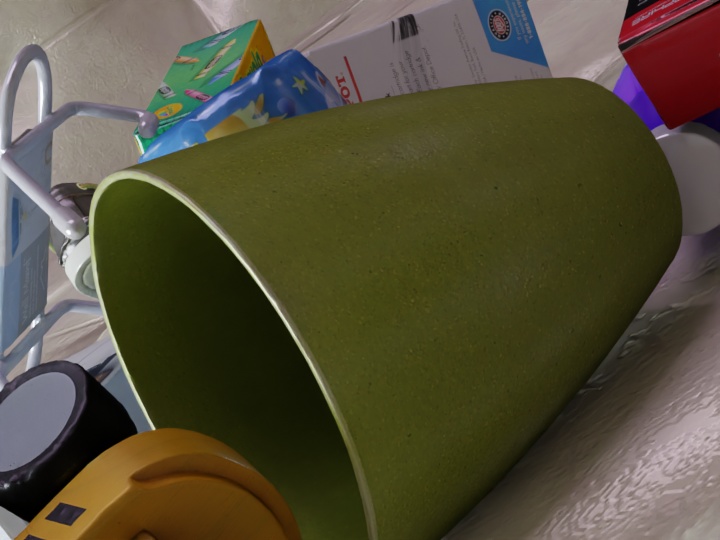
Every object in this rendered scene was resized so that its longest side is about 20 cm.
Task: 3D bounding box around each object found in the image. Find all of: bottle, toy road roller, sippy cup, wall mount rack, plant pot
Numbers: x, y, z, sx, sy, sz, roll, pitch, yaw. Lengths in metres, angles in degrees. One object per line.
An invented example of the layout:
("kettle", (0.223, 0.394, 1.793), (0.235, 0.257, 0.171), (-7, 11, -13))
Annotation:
("bottle", (0.158, -0.075, 0.803), (0.065, 0.083, 0.200), (-66, -5, 28))
("toy road roller", (-0.105, 0.142, 0.592), (0.200, 0.123, 0.146), (-46, 36, -9))
("sippy cup", (-0.034, -0.030, 0.842), (0.139, 0.131, 0.178), (-37, 7, -16))
("wall mount rack", (-0.147, -0.001, 0.840), (0.074, 0.201, 0.174), (9, 23, 6))
("plant pot", (0.025, 0.005, 0.688), (0.200, 0.188, 0.187), (-29, 8, -26))

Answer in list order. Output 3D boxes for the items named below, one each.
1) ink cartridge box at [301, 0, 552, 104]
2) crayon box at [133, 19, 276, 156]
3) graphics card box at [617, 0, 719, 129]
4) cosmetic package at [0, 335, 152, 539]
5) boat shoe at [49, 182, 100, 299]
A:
("ink cartridge box", (0.021, -0.092, 1.058), (0.199, 0.117, 0.068), (-23, 6, -26))
("crayon box", (-0.075, -0.067, 1.043), (0.058, 0.119, 0.200), (-18, 20, 10))
("graphics card box", (0.184, -0.146, 0.745), (0.125, 0.051, 0.200), (-26, 22, 26))
("cosmetic package", (-0.169, 0.102, 0.930), (0.151, 0.052, 0.200), (-29, 14, 40))
("boat shoe", (-0.148, -0.009, 1.147), (0.072, 0.061, 0.201), (-40, -21, 2))
